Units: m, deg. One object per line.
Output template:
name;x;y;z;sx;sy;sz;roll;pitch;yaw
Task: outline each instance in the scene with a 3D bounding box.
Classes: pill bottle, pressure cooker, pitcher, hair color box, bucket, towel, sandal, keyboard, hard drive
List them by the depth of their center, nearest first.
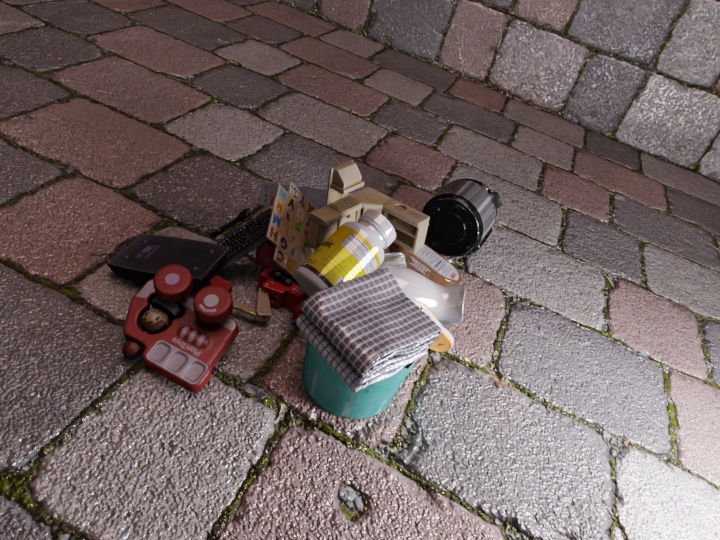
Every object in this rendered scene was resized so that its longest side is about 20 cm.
towel;0.019;0.087;0.958;0.199;0.086;0.165;-20;51;-41
bucket;-0.006;0.151;1.053;0.205;0.135;0.208;14;36;-10
hard drive;-0.370;-0.017;1.148;0.198;0.043;0.135;9;33;13
sandal;0.123;0.124;1.149;0.206;0.079;0.060;39;38;-37
pill bottle;-0.024;-0.024;1.151;0.111;0.112;0.200;36;69;23
keyboard;-0.264;-0.068;1.222;0.199;0.021;0.127;-34;47;-5
pitcher;0.100;0.064;1.232;0.198;0.172;0.122;9;73;-5
hair color box;-0.131;-0.170;1.415;0.199;0.061;0.099;11;8;24
pressure cooker;0.268;-0.148;1.554;0.175;0.180;0.200;26;36;15

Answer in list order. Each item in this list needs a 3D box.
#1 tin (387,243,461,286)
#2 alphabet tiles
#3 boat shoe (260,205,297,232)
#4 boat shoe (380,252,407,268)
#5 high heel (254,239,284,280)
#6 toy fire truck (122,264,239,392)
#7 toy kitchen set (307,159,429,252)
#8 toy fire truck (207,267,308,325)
tin;0.154;-0.022;1.418;0.200;0.042;0.112;37;30;9
alphabet tiles;-0.134;-0.080;1.233;0.006;0.166;0.201;-11;54;27
boat shoe;-0.204;-0.102;1.319;0.076;0.072;0.200;-13;17;-21
boat shoe;0.001;-0.001;1.280;0.200;0.075;0.065;-8;41;4
high heel;-0.134;-0.032;1.273;0.199;0.096;0.068;-3;40;-29
toy fire truck;-0.315;0.099;1.013;0.199;0.113;0.168;25;54;10
toy kitchen set;0.021;-0.121;1.242;0.180;0.164;0.200;30;39;28
toy fire truck;-0.186;0.059;1.165;0.199;0.049;0.141;30;37;13
